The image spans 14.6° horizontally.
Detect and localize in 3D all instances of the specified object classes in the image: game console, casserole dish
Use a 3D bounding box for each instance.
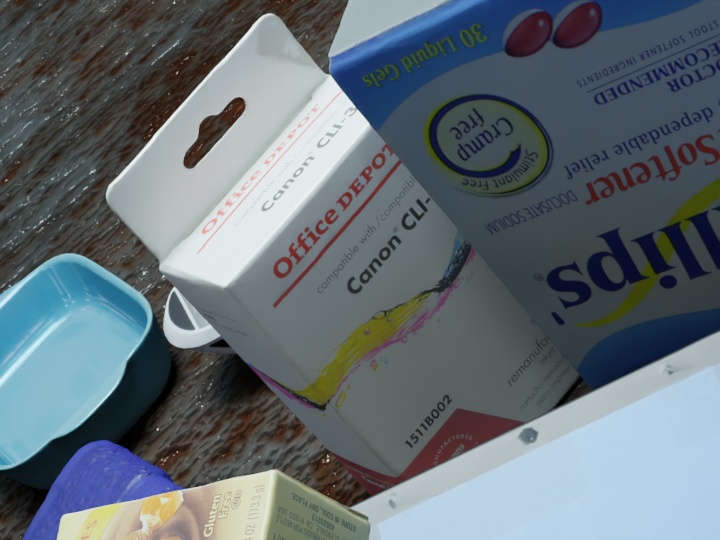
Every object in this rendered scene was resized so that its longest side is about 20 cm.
[{"bbox_3d":[0.074,0.110,0.971,0.199,0.119,0.171,-27,-4,7],"label":"game console"},{"bbox_3d":[-0.163,0.057,1.510,0.121,0.039,0.200,-47,26,-8],"label":"casserole dish"}]

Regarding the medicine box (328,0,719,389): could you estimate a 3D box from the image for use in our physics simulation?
[{"bbox_3d":[0.122,-0.074,1.131,0.182,0.200,0.103,-22,31,35],"label":"medicine box"}]

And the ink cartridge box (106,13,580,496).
[{"bbox_3d":[0.000,0.000,1.190,0.117,0.200,0.067,-50,27,-13],"label":"ink cartridge box"}]

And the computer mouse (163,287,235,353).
[{"bbox_3d":[-0.010,-0.017,1.408,0.200,0.044,0.110,-36,32,2],"label":"computer mouse"}]

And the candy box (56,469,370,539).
[{"bbox_3d":[-0.068,0.177,0.967,0.115,0.055,0.201,-16,55,42],"label":"candy box"}]

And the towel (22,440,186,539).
[{"bbox_3d":[-0.111,0.164,1.279,0.148,0.049,0.200,-55,29,-8],"label":"towel"}]
